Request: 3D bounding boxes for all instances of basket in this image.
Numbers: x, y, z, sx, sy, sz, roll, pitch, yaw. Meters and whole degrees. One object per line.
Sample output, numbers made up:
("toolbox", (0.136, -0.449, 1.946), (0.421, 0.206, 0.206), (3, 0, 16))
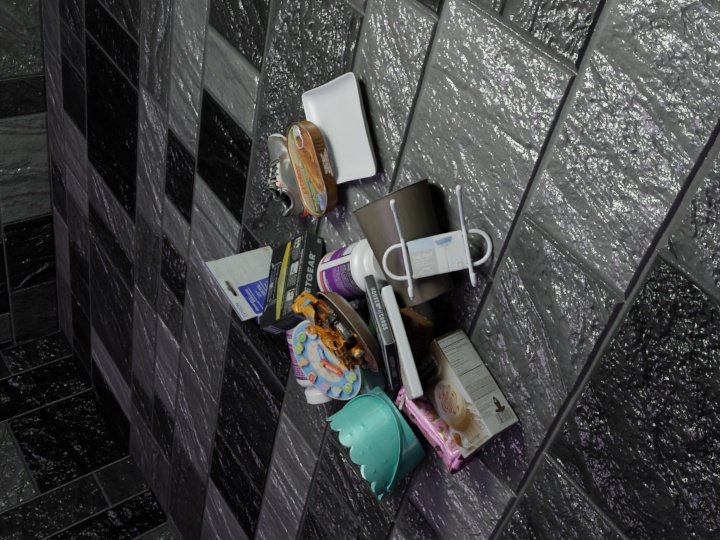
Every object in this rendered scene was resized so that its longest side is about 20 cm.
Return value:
("basket", (0.090, -0.044, 1.431), (0.179, 0.134, 0.205), (-21, 92, 54))

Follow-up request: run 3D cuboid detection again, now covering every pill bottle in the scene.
("pill bottle", (0.000, 0.000, 1.586), (0.198, 0.111, 0.115), (-17, 92, 55))
("pill bottle", (-0.109, 0.205, 1.827), (0.111, 0.110, 0.206), (0, 104, 53))

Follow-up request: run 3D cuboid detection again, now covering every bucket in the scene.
("bucket", (0.034, 0.356, 1.617), (0.209, 0.134, 0.208), (53, 171, 12))

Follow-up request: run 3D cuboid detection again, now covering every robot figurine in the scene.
("robot figurine", (-0.057, 0.127, 1.541), (0.199, 0.058, 0.146), (39, 163, 48))

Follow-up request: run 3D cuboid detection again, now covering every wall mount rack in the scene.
("wall mount rack", (0.127, -0.050, 1.320), (0.075, 0.194, 0.179), (-70, -32, -78))

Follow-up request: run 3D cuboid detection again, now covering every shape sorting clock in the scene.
("shape sorting clock", (-0.077, 0.200, 1.700), (0.196, 0.039, 0.205), (20, 126, 30))

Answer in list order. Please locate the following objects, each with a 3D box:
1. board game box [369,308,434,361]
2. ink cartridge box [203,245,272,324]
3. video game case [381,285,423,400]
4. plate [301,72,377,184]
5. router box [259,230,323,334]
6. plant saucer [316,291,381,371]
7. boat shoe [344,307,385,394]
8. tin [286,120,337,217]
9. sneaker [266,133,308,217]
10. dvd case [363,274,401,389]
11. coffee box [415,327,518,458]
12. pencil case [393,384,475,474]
("board game box", (0.078, 0.116, 1.606), (0.199, 0.029, 0.098), (33, 130, 46))
("ink cartridge box", (-0.257, 0.038, 1.883), (0.199, 0.197, 0.048), (51, 139, 27))
("video game case", (0.075, 0.142, 1.451), (0.182, 0.022, 0.205), (88, 166, -79))
("plate", (-0.038, -0.285, 1.583), (0.198, 0.032, 0.205), (-4, 102, 55))
("router box", (-0.159, 0.030, 1.774), (0.156, 0.051, 0.205), (-23, 54, 50))
("plant saucer", (-0.018, 0.118, 1.574), (0.201, 0.032, 0.201), (51, 168, 15))
("boat shoe", (-0.006, 0.183, 1.718), (0.069, 0.070, 0.205), (-11, 102, 52))
("tin", (-0.104, -0.218, 1.648), (0.111, 0.041, 0.205), (-9, 99, 53))
("sneaker", (-0.179, -0.217, 1.765), (0.077, 0.081, 0.204), (-32, 79, 54))
("dvd case", (0.044, 0.123, 1.507), (0.202, 0.024, 0.153), (78, 175, -58))
("coffee box", (0.192, 0.229, 1.447), (0.203, 0.078, 0.115), (59, 143, 19))
("pencil case", (0.150, 0.306, 1.531), (0.200, 0.085, 0.084), (48, 154, 30))
